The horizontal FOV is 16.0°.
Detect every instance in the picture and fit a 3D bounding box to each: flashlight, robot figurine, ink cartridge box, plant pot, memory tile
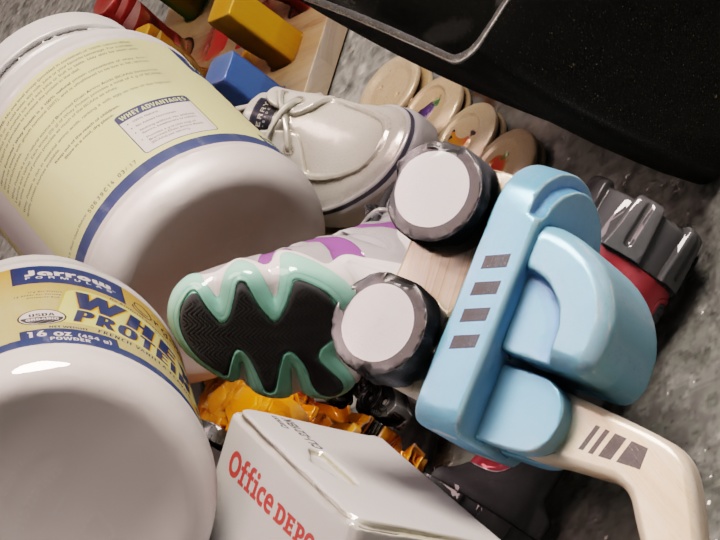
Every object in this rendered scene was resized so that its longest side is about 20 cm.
[{"bbox_3d":[0.083,0.055,1.207,0.200,0.068,0.068,-57,29,-4],"label":"flashlight"},{"bbox_3d":[-0.039,0.110,1.334,0.200,0.058,0.145,5,65,57],"label":"robot figurine"},{"bbox_3d":[-0.024,0.182,1.156,0.144,0.084,0.200,36,113,60],"label":"ink cartridge box"},{"bbox_3d":[0.119,-0.156,1.256,0.200,0.177,0.199,-57,31,-1],"label":"plant pot"},{"bbox_3d":[0.020,-0.038,1.438,0.153,0.017,0.200,-53,30,3],"label":"memory tile"}]

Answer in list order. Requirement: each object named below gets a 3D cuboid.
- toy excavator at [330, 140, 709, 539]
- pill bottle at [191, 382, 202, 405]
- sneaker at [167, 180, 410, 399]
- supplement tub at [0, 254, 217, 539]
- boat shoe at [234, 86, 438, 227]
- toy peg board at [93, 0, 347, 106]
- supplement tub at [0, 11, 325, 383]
[{"bbox_3d":[0.090,0.058,1.111,0.200,0.100,0.195,17,82,30],"label":"toy excavator"},{"bbox_3d":[-0.196,0.092,1.520,0.200,0.111,0.111,-25,41,40],"label":"pill bottle"},{"bbox_3d":[0.000,0.000,1.300,0.140,0.200,0.078,-102,16,-60],"label":"sneaker"},{"bbox_3d":[-0.149,0.077,1.216,0.144,0.144,0.200,-51,18,7],"label":"supplement tub"},{"bbox_3d":[-0.037,-0.071,1.465,0.200,0.070,0.071,3,63,56],"label":"boat shoe"},{"bbox_3d":[-0.106,-0.155,1.652,0.200,0.098,0.199,-18,46,46],"label":"toy peg board"},{"bbox_3d":[-0.126,-0.045,1.421,0.145,0.145,0.200,-51,47,6],"label":"supplement tub"}]
